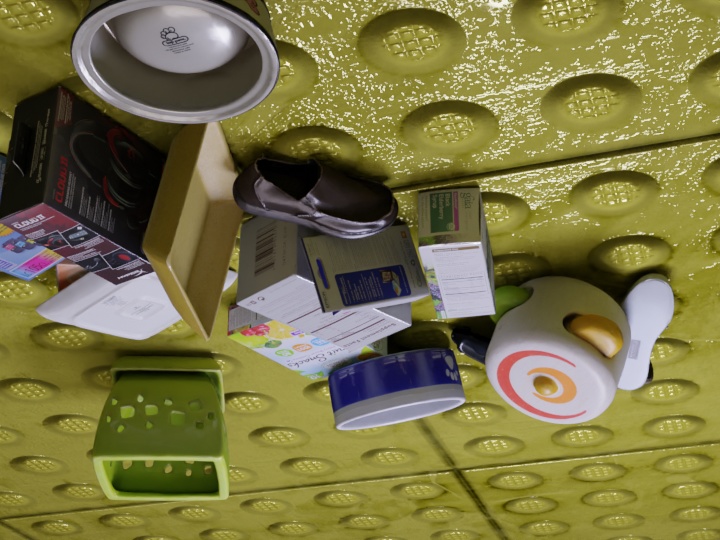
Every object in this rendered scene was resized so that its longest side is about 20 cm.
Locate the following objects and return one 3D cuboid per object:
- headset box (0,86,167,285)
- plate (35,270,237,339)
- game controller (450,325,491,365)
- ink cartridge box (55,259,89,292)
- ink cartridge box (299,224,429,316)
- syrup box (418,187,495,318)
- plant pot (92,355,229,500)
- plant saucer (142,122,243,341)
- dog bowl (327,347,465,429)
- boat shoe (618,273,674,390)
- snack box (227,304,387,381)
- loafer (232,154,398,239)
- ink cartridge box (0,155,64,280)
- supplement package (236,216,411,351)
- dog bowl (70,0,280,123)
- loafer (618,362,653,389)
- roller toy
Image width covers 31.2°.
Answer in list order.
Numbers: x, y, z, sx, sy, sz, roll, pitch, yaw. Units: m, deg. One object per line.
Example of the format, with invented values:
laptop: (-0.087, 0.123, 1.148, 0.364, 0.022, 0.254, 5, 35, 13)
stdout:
headset box: (-0.306, -0.094, 1.415, 0.075, 0.149, 0.200, -17, 147, 30)
plate: (-0.294, 0.040, 1.714, 0.199, 0.032, 0.200, -29, 152, 28)
game controller: (0.223, 0.132, 1.922, 0.104, 0.042, 0.200, 4, 162, 46)
ink cartridge box: (-0.304, 0.019, 1.730, 0.199, 0.050, 0.162, 7, 151, -7)
ink cartridge box: (0.000, 0.000, 1.568, 0.037, 0.095, 0.200, -25, 169, 39)
syrup box: (0.123, -0.019, 1.630, 0.081, 0.079, 0.200, -5, 151, 10)
plant pot: (-0.300, 0.240, 1.999, 0.199, 0.182, 0.199, 2, 151, -3)
plant saucer: (-0.190, -0.051, 1.452, 0.048, 0.201, 0.200, 6, 153, 11)
dog bowl: (0.053, 0.179, 1.935, 0.199, 0.079, 0.200, -11, 167, -3)
boat shoe: (0.396, 0.075, 1.816, 0.073, 0.068, 0.200, 7, 128, 9)
snack box: (-0.074, 0.090, 1.856, 0.142, 0.053, 0.200, -18, 147, 32)
loafer: (-0.047, -0.088, 1.505, 0.199, 0.073, 0.071, 6, 150, -15)
ink cartridge box: (-0.442, -0.072, 1.536, 0.200, 0.077, 0.136, 26, 142, -37)
supplement package: (-0.044, 0.006, 1.635, 0.199, 0.117, 0.117, 24, 143, -38)
dog bowl: (-0.176, -0.228, 1.249, 0.199, 0.074, 0.200, 1, 152, 0)
loafer: (0.350, 0.148, 1.942, 0.199, 0.076, 0.067, 15, 142, -26)
roller toy: (0.270, 0.114, 1.756, 0.199, 0.140, 0.183, 4, 135, 26)
